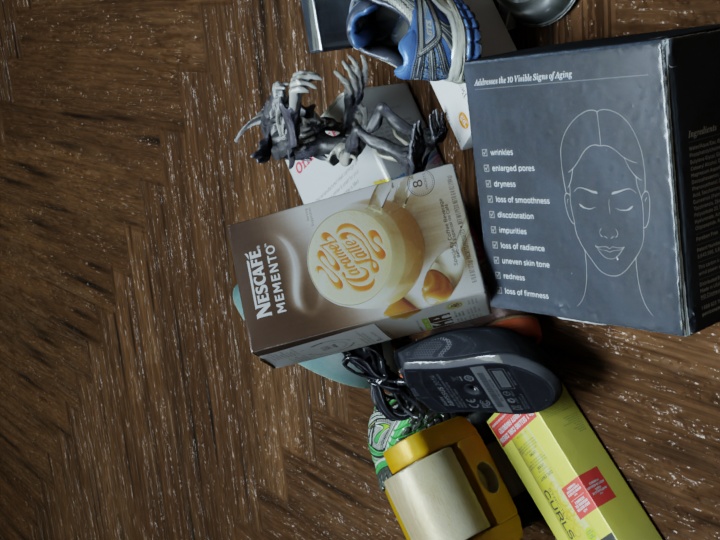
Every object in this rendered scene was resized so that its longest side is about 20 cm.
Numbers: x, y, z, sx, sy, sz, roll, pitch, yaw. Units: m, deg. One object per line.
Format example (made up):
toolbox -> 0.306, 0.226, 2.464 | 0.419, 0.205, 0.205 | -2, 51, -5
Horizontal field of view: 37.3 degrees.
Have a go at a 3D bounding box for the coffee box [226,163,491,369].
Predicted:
coffee box -> 0.000, 0.000, 0.897 | 0.080, 0.197, 0.116 | 52, -157, -73

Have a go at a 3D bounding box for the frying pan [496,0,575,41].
frying pan -> 0.125, -0.242, 0.914 | 0.116, 0.031, 0.190 | 62, 141, 19

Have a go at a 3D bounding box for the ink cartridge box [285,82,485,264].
ink cartridge box -> 0.021, -0.064, 1.076 | 0.147, 0.085, 0.203 | -36, 72, 52

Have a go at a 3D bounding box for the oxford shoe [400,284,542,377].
oxford shoe -> 0.103, 0.062, 1.044 | 0.199, 0.070, 0.074 | -34, 57, 49

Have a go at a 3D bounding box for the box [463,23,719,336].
box -> 0.192, -0.072, 0.801 | 0.199, 0.123, 0.200 | 8, 111, 53

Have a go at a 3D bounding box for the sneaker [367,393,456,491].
sneaker -> 0.041, 0.165, 1.130 | 0.086, 0.077, 0.201 | 63, 156, 21

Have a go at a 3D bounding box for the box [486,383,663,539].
box -> 0.197, 0.199, 0.967 | 0.202, 0.050, 0.075 | 61, 143, 20

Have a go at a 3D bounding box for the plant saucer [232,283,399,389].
plant saucer -> -0.038, 0.050, 1.129 | 0.201, 0.199, 0.039 | 42, 112, 37

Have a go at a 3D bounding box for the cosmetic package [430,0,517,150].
cosmetic package -> 0.080, -0.215, 0.939 | 0.083, 0.050, 0.202 | 117, 133, -64

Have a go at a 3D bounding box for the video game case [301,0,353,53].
video game case -> -0.017, -0.309, 0.985 | 0.019, 0.142, 0.204 | -4, 101, 35

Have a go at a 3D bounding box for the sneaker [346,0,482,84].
sneaker -> 0.021, -0.224, 0.894 | 0.201, 0.084, 0.078 | 54, 149, 42

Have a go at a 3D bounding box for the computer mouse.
computer mouse -> 0.087, 0.082, 0.952 | 0.197, 0.053, 0.139 | -1, 138, 29

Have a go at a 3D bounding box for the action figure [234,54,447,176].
action figure -> -0.024, -0.140, 0.963 | 0.197, 0.119, 0.104 | 14, 122, 23

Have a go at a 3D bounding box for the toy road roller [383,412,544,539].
toy road roller -> 0.077, 0.223, 1.021 | 0.145, 0.199, 0.124 | -36, 74, 30
